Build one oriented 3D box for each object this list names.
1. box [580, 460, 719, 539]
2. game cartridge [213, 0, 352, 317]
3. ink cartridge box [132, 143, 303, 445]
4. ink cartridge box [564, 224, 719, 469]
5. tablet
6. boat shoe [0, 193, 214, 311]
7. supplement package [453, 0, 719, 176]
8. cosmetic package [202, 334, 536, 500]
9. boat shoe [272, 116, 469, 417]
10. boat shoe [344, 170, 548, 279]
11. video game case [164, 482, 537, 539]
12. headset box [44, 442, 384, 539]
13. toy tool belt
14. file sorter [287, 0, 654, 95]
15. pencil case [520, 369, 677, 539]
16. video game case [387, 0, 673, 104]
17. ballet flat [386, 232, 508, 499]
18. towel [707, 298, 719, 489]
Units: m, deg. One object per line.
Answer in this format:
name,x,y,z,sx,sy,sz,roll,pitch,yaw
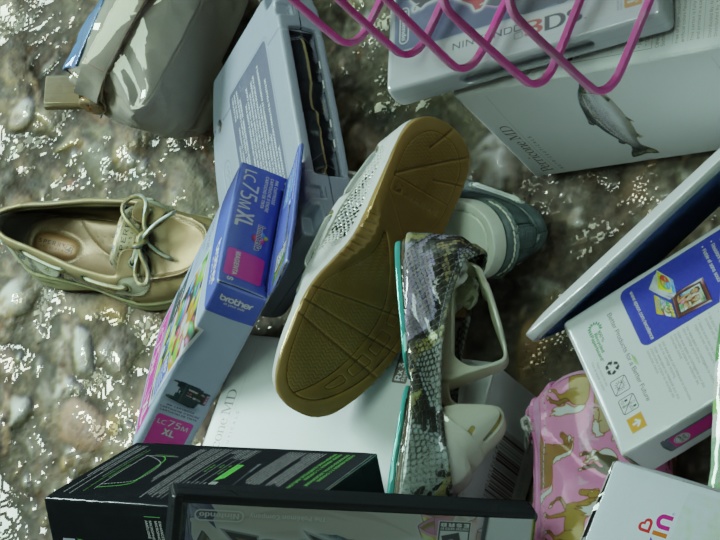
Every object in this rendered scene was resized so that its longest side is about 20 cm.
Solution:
box,0.222,0.182,1.029,0.176,0.200,0.097,13,75,37
game cartridge,-0.057,-0.076,1.421,0.133,0.041,0.200,-48,42,44
ink cartridge box,-0.091,0.018,1.348,0.120,0.042,0.200,-83,20,-48
ink cartridge box,0.212,0.018,1.129,0.200,0.037,0.095,-35,50,18
tablet,0.183,-0.033,1.197,0.200,0.130,0.014,-45,78,23
boat shoe,-0.178,-0.016,1.497,0.200,0.063,0.073,0,67,34
supplement package,0.175,-0.144,1.280,0.200,0.117,0.118,-7,62,32
cosmetic package,0.004,0.110,1.293,0.200,0.081,0.113,4,67,35
boat shoe,0.000,0.000,1.281,0.200,0.071,0.069,-61,21,-16
boat shoe,0.038,-0.030,1.366,0.200,0.062,0.073,10,108,50
video game case,-0.012,0.209,1.139,0.026,0.199,0.181,-125,40,-73
headset box,-0.066,0.200,1.234,0.200,0.093,0.175,0,108,34
toy tool belt,-0.153,-0.197,1.534,0.123,0.125,0.200,15,76,30
file sorter,0.058,-0.187,1.189,0.200,0.139,0.126,17,79,39
pencil case,0.134,0.160,1.178,0.086,0.083,0.201,-13,61,28
video game case,0.101,-0.210,1.275,0.182,0.023,0.200,-14,58,28
ballet flat,0.050,0.067,1.193,0.072,0.072,0.201,-13,59,29
towel,0.254,0.017,1.060,0.152,0.023,0.200,-7,62,28
